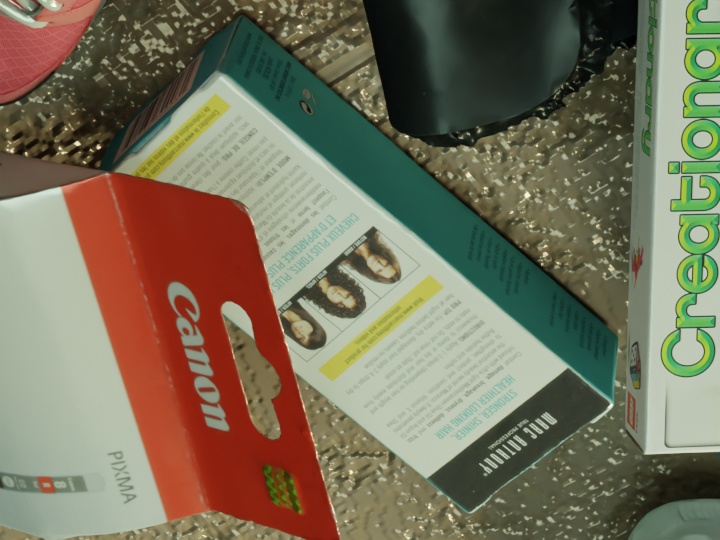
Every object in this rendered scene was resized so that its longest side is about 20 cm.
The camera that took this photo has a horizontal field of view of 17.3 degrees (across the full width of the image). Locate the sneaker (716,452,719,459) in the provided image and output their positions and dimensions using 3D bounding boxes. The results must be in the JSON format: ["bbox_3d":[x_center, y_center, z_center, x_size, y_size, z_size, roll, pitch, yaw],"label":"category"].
[{"bbox_3d":[0.154,-0.009,0.855,0.066,0.078,0.200,4,122,9],"label":"sneaker"}]

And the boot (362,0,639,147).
[{"bbox_3d":[0.007,-0.111,0.763,0.076,0.200,0.168,26,137,48],"label":"boot"}]

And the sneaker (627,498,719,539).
[{"bbox_3d":[0.194,0.167,0.968,0.200,0.081,0.147,5,132,2],"label":"sneaker"}]

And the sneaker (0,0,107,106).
[{"bbox_3d":[-0.108,-0.128,0.813,0.074,0.087,0.200,30,122,-10],"label":"sneaker"}]

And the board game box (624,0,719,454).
[{"bbox_3d":[0.157,-0.038,0.806,0.126,0.035,0.200,-2,103,-7],"label":"board game box"}]

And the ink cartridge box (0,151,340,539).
[{"bbox_3d":[-0.112,0.036,0.895,0.200,0.050,0.162,13,130,37],"label":"ink cartridge box"}]

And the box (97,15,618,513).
[{"bbox_3d":[0.000,0.000,0.901,0.200,0.049,0.082,40,121,-16],"label":"box"}]
